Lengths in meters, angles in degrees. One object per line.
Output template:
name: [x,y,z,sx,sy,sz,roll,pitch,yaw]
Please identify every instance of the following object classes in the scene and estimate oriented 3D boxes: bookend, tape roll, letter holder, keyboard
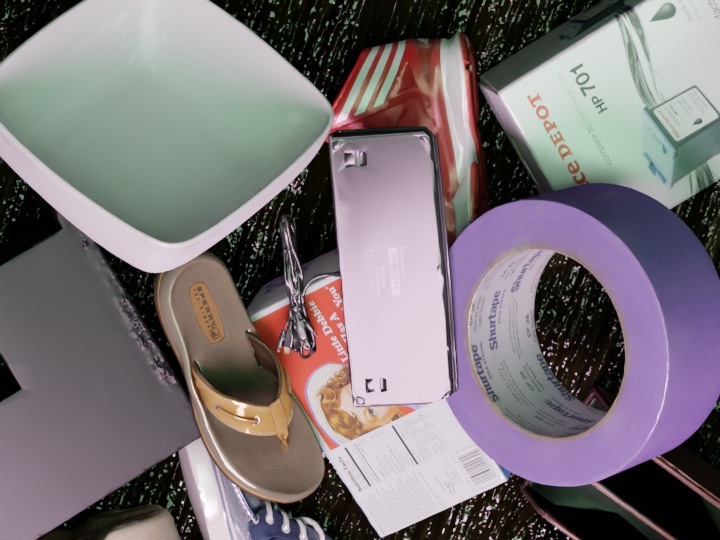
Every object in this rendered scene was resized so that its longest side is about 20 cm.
bookend: [-0.246,0.077,1.725,0.200,0.092,0.199,-32,104,-9]
tape roll: [0.151,0.043,1.686,0.085,0.199,0.201,-14,109,-50]
letter holder: [0.237,0.196,1.806,0.200,0.142,0.101,35,95,-13]
keyboard: [0.000,0.000,1.693,0.126,0.021,0.201,-3,105,7]

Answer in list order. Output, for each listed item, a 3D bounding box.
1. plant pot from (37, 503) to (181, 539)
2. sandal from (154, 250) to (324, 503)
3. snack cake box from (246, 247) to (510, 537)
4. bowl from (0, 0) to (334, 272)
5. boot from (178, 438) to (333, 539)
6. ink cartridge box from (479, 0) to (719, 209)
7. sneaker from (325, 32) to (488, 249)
plant pot: [-0.180,0.274,1.755,0.200,0.200,0.184,-14,93,-4]
sandal: [-0.081,0.077,1.708,0.080,0.054,0.201,-32,106,-31]
snack cake box: [0.016,0.082,1.772,0.115,0.067,0.200,-26,105,24]
bowl: [-0.145,-0.094,1.673,0.200,0.075,0.200,39,54,14]
boot: [-0.069,0.195,1.809,0.090,0.073,0.201,-20,112,-10]
ink cartridge box: [0.209,-0.126,1.763,0.200,0.086,0.147,-32,104,-1]
sneaker: [0.031,-0.072,1.770,0.115,0.078,0.201,-1,101,9]
